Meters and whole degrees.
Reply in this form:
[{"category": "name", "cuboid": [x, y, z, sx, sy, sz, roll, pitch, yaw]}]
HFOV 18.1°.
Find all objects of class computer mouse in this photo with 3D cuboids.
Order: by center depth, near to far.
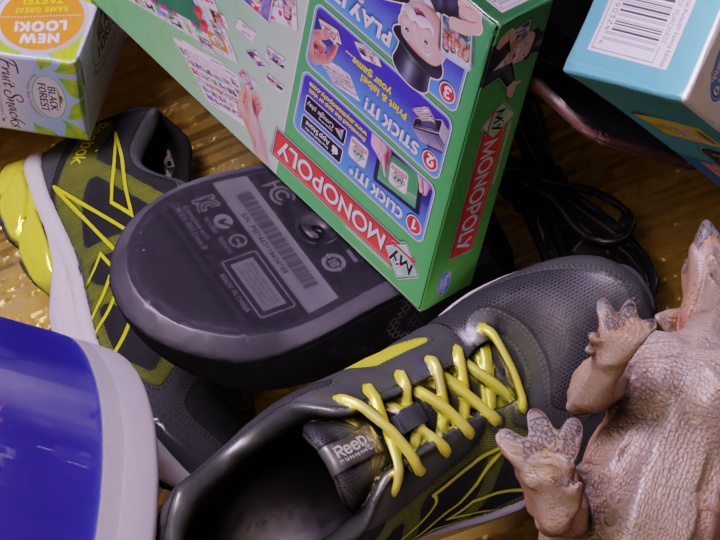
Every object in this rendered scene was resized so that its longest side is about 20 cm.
[{"category": "computer mouse", "cuboid": [0.000, 0.000, 0.850, 0.199, 0.053, 0.139, -16, 53, -23]}]

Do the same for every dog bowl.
[{"category": "dog bowl", "cuboid": [-0.147, 0.113, 0.778, 0.200, 0.079, 0.201, -44, 36, 44]}]

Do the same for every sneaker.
[{"category": "sneaker", "cuboid": [0.017, 0.060, 0.756, 0.200, 0.085, 0.075, -33, 81, -4]}, {"category": "sneaker", "cuboid": [-0.077, 0.010, 0.895, 0.085, 0.074, 0.200, -37, 59, 7]}]

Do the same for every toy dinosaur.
[{"category": "toy dinosaur", "cuboid": [0.093, 0.071, 0.699, 0.086, 0.136, 0.200, 32, 73, 14]}]

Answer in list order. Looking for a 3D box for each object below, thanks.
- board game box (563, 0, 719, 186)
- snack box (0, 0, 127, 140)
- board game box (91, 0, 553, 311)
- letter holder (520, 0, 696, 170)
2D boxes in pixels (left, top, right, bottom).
[{"category": "board game box", "cuboid": [0.160, -0.089, 0.713, 0.047, 0.200, 0.152, 20, 85, 41]}, {"category": "snack box", "cuboid": [-0.158, -0.152, 0.960, 0.141, 0.053, 0.201, 8, 52, 8]}, {"category": "board game box", "cuboid": [-0.023, -0.097, 0.807, 0.029, 0.135, 0.200, -28, 58, -33]}, {"category": "letter holder", "cuboid": [0.052, -0.144, 0.779, 0.101, 0.142, 0.200, -51, 59, 22]}]
